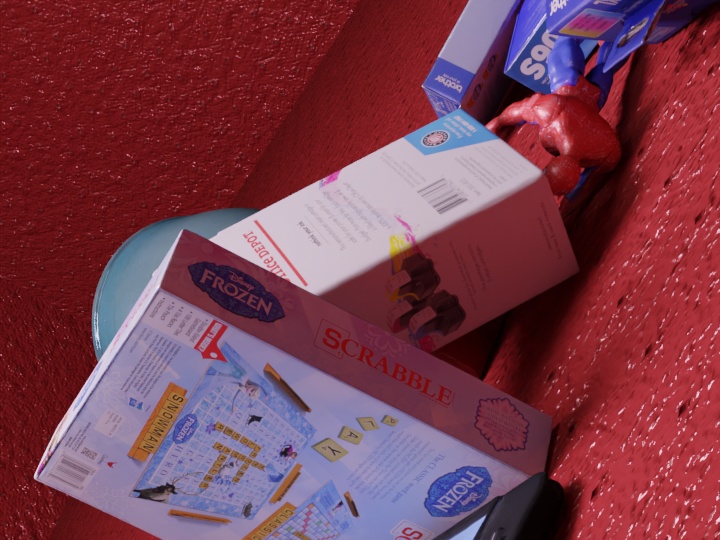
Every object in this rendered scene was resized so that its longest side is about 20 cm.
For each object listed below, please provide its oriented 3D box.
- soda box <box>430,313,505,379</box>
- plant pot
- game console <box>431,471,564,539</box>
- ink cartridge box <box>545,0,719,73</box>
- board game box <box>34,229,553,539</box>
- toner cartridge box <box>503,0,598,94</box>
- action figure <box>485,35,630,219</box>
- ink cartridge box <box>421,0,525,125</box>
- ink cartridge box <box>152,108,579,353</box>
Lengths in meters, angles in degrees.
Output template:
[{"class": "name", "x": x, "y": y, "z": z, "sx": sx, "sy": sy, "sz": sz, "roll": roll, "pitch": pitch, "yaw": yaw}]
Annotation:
[{"class": "soda box", "x": 0.022, "y": 0.049, "z": 1.013, "sx": 0.070, "sy": 0.063, "sz": 0.200, "roll": -65, "pitch": 9, "yaw": -24}, {"class": "plant pot", "x": -0.091, "y": 0.036, "z": 1.327, "sx": 0.188, "sy": 0.200, "sz": 0.200, "roll": -17, "pitch": 43, "yaw": 55}, {"class": "game console", "x": -0.031, "y": 0.155, "z": 0.713, "sx": 0.176, "sy": 0.116, "sz": 0.200, "roll": -54, "pitch": 6, "yaw": -39}, {"class": "ink cartridge box", "x": 0.157, "y": -0.210, "z": 0.877, "sx": 0.136, "sy": 0.076, "sz": 0.200, "roll": 145, "pitch": 125, "yaw": -70}, {"class": "board game box", "x": -0.040, "y": 0.089, "z": 0.802, "sx": 0.200, "sy": 0.199, "sz": 0.041, "roll": -50, "pitch": 16, "yaw": 48}, {"class": "toner cartridge box", "x": 0.169, "y": -0.216, "z": 1.073, "sx": 0.200, "sy": 0.043, "sz": 0.095, "roll": -54, "pitch": 12, "yaw": 37}, {"class": "action figure", "x": 0.112, "y": -0.089, "z": 0.943, "sx": 0.099, "sy": 0.065, "sz": 0.200, "roll": -47, "pitch": 15, "yaw": 33}, {"class": "ink cartridge box", "x": 0.100, "y": -0.174, "z": 1.217, "sx": 0.200, "sy": 0.042, "sz": 0.119, "roll": -64, "pitch": -14, "yaw": -3}, {"class": "ink cartridge box", "x": 0.000, "y": 0.000, "z": 0.867, "sx": 0.200, "sy": 0.068, "sz": 0.115, "roll": -27, "pitch": 29, "yaw": -8}]
